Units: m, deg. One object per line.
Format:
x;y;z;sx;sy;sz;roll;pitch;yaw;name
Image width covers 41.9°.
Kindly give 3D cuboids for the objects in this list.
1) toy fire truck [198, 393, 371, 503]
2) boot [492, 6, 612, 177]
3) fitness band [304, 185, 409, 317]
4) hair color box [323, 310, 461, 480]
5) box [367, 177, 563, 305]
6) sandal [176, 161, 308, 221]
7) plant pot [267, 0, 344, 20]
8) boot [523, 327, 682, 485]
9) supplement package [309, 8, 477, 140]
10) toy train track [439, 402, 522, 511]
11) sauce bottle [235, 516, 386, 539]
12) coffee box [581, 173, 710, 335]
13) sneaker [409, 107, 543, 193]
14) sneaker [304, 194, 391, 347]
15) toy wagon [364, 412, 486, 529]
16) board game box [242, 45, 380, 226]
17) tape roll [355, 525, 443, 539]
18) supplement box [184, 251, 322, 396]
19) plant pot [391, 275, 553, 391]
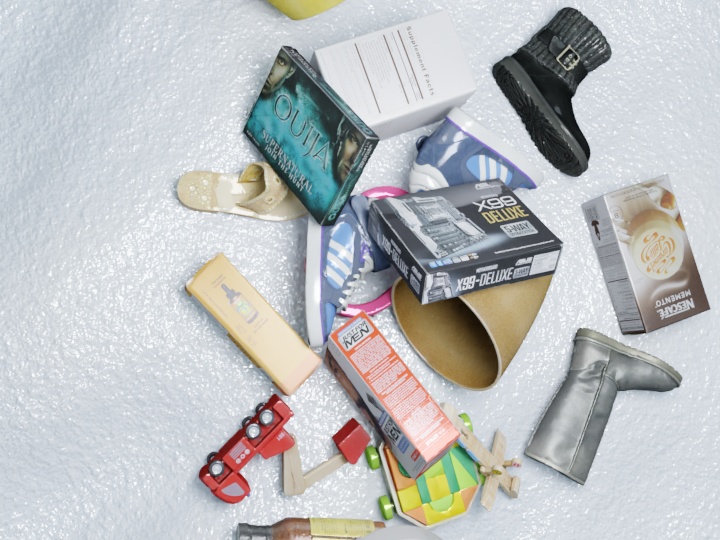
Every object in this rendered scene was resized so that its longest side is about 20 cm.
-0.098;0.243;1.235;0.200;0.049;0.141;-45;102;-7;toy fire truck
0.306;-0.261;1.360;0.157;0.079;0.213;-34;91;-13;boot
0.014;-0.024;1.296;0.199;0.037;0.144;-42;93;-14;fitness band
0.037;0.162;1.215;0.063;0.111;0.201;-33;74;-18;hair color box
0.128;-0.042;1.177;0.196;0.051;0.158;-11;41;-23;box
-0.139;-0.109;1.255;0.207;0.070;0.080;-2;84;-12;sandal
-0.074;-0.423;1.256;0.198;0.200;0.144;-32;116;-13;plant pot
0.343;0.204;1.325;0.179;0.073;0.203;21;74;5;boot
0.037;-0.253;1.280;0.196;0.121;0.122;-20;86;-14;supplement package
0.168;0.242;1.257;0.200;0.032;0.116;48;46;-31;toy train track
-0.064;0.353;1.227;0.195;0.066;0.068;8;83;-10;sauce bottle
0.411;-0.021;1.357;0.112;0.080;0.204;-18;88;-13;coffee box
0.151;-0.121;1.306;0.198;0.081;0.148;27;104;-39;sneaker
0.000;0.000;1.231;0.143;0.081;0.205;2;76;-5;sneaker
0.084;0.243;1.281;0.152;0.040;0.204;-16;88;-13;toy wagon
-0.068;-0.174;1.208;0.028;0.137;0.201;-5;44;-46;board game box
0.044;0.428;1.217;0.198;0.037;0.207;-6;109;-16;tape roll
-0.142;0.072;1.239;0.066;0.069;0.200;-43;96;-13;supplement box
0.172;0.025;1.268;0.199;0.186;0.188;-40;93;-29;plant pot
